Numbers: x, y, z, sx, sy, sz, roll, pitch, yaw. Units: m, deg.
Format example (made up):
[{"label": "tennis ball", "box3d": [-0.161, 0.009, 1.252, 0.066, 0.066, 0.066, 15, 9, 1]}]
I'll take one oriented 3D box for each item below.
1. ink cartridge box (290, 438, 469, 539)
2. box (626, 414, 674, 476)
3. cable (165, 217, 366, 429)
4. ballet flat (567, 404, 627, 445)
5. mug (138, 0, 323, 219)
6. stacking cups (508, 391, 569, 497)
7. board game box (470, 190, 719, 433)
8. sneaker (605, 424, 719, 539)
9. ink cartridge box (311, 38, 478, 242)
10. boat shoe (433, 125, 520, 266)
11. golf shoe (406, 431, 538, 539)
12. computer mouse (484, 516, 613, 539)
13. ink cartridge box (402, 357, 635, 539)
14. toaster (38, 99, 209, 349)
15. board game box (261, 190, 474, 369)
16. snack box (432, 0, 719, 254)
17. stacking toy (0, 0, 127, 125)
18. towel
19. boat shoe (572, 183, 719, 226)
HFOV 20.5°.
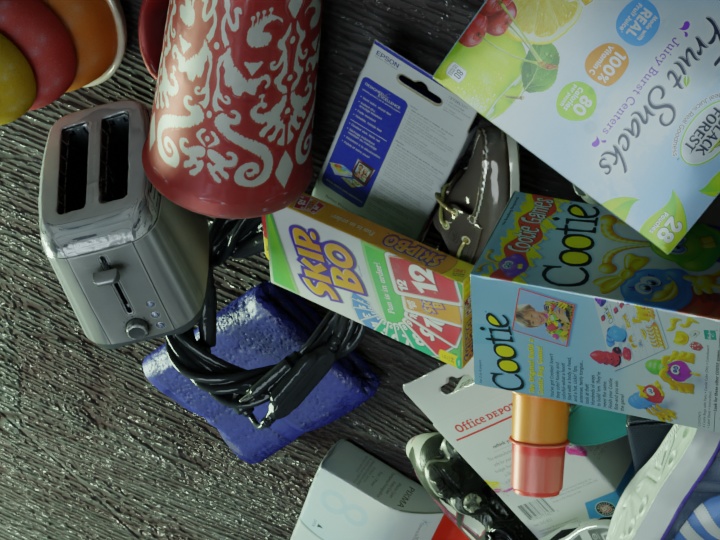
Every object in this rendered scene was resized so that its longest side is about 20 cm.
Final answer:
[{"label": "ink cartridge box", "box3d": [0.036, 0.262, 1.838, 0.200, 0.047, 0.160, 32, 139, 10]}, {"label": "box", "box3d": [0.292, 0.158, 1.509, 0.157, 0.051, 0.201, -3, 134, 15]}, {"label": "cable", "box3d": [-0.074, 0.020, 1.650, 0.163, 0.051, 0.200, 44, 107, 19]}, {"label": "ballet flat", "box3d": [0.224, 0.068, 1.511, 0.069, 0.070, 0.200, 44, 131, -8]}, {"label": "mug", "box3d": [-0.110, -0.164, 1.490, 0.177, 0.134, 0.201, 23, 134, 13]}, {"label": "stacking cups", "box3d": [0.136, 0.070, 1.510, 0.060, 0.060, 0.201, 10, 101, 28]}, {"label": "board game box", "box3d": [0.187, 0.029, 1.380, 0.199, 0.103, 0.105, 11, 131, 18]}, {"label": "sneaker", "box3d": [0.273, 0.183, 1.443, 0.146, 0.081, 0.200, 21, 129, -5]}, {"label": "ink cartridge box", "box3d": [0.028, -0.093, 1.527, 0.094, 0.037, 0.200, 32, 141, 7]}, {"label": "boat shoe", "box3d": [0.084, -0.034, 1.507, 0.059, 0.072, 0.200, 3, 140, -2]}, {"label": "golf shoe", "box3d": [0.119, 0.209, 1.730, 0.200, 0.077, 0.088, 51, 165, -21]}, {"label": "computer mouse", "box3d": [0.178, 0.242, 1.609, 0.200, 0.044, 0.110, -28, 88, 52]}, {"label": "ink cartridge box", "box3d": [0.143, 0.130, 1.625, 0.200, 0.068, 0.115, 48, 138, -12]}, {"label": "toaster", "box3d": [-0.191, -0.046, 1.606, 0.113, 0.201, 0.129, -12, 138, 10]}, {"label": "board game box", "box3d": [0.000, 0.000, 1.545, 0.199, 0.030, 0.096, 26, 141, 26]}, {"label": "snack box", "box3d": [0.177, -0.139, 1.307, 0.200, 0.068, 0.169, 36, 111, -1]}, {"label": "stacking toy", "box3d": [-0.290, -0.163, 1.560, 0.146, 0.200, 0.147, 20, 136, 20]}, {"label": "towel", "box3d": [-0.088, 0.088, 1.771, 0.148, 0.050, 0.200, 41, 139, -16]}, {"label": "boat shoe", "box3d": [0.187, -0.067, 1.419, 0.200, 0.072, 0.068, 39, 135, -17]}]
